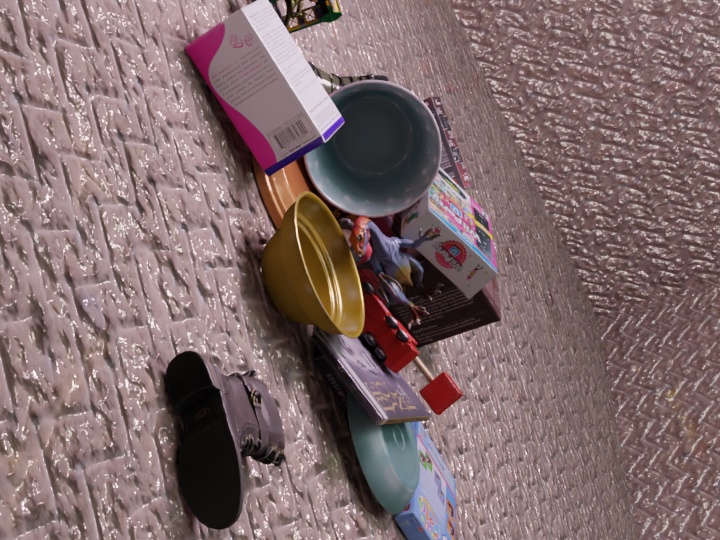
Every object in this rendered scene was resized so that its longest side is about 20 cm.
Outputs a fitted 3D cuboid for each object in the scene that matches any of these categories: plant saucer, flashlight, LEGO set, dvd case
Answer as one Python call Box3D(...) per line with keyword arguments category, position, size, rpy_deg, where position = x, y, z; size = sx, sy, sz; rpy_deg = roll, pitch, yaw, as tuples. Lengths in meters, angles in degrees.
Box3D(category="plant saucer", position=(0.039, 0.235, 1.669), size=(0.200, 0.036, 0.201), rpy_deg=(-19, 90, -73))
Box3D(category="plant saucer", position=(-0.093, -0.119, 1.727), size=(0.200, 0.037, 0.201), rpy_deg=(56, 22, -37))
Box3D(category="flashlight", position=(0.000, 0.000, 1.772), size=(0.200, 0.067, 0.068), rpy_deg=(59, 37, -57))
Box3D(category="LEGO set", position=(-0.113, -0.446, 1.839), size=(0.200, 0.153, 0.116), rpy_deg=(18, 54, -73))
Box3D(category="dvd case", position=(-0.020, 0.110, 1.717), size=(0.200, 0.025, 0.151), rpy_deg=(-85, 150, -53))
Box3D(category="dvd case", position=(0.018, 0.144, 1.634), size=(0.149, 0.016, 0.200), rpy_deg=(52, 14, 18))

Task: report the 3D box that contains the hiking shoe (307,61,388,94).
Box3D(category="hiking shoe", position=(-0.007, -0.276, 1.850), size=(0.200, 0.101, 0.076), rpy_deg=(30, 30, -34))

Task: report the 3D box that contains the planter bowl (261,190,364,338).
Box3D(category="planter bowl", position=(-0.073, 0.005, 1.570), size=(0.200, 0.083, 0.201), rpy_deg=(-20, 90, -74))

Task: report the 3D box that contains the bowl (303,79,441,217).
Box3D(category="bowl", position=(0.018, -0.188, 1.773), size=(0.105, 0.200, 0.201), rpy_deg=(-89, 155, -72))

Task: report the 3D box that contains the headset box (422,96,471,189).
Box3D(category="headset box", position=(0.108, -0.204, 2.247), size=(0.201, 0.148, 0.077), rpy_deg=(70, 18, -1))

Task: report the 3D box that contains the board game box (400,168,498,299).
Box3D(category="board game box", position=(0.132, -0.067, 1.813), size=(0.147, 0.064, 0.200), rpy_deg=(42, 23, -18))

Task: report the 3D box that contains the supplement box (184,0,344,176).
Box3D(category="supplement box", position=(-0.125, -0.245, 1.596), size=(0.200, 0.101, 0.103), rpy_deg=(57, 25, -12))

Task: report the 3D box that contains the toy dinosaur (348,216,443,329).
Box3D(category="toy dinosaur", position=(0.033, -0.004, 1.705), size=(0.182, 0.200, 0.105), rpy_deg=(47, 65, -20))

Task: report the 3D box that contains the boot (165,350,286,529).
Box3D(category="boot", position=(-0.122, 0.178, 1.254), size=(0.174, 0.069, 0.201), rpy_deg=(38, 34, -59))

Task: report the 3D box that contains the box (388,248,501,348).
Box3D(category="box", position=(0.124, -0.007, 2.048), size=(0.165, 0.165, 0.200), rpy_deg=(-92, 156, -43))

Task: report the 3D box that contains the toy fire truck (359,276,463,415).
Box3D(category="toy fire truck", position=(0.056, 0.106, 1.730), size=(0.200, 0.049, 0.141), rpy_deg=(54, 8, 27))

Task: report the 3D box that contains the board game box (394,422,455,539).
Box3D(category="board game box", position=(0.100, 0.342, 1.809), size=(0.200, 0.036, 0.152), rpy_deg=(-84, 150, -55))

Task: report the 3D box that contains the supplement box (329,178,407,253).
Box3D(category="supplement box", position=(0.006, -0.098, 1.881), size=(0.086, 0.110, 0.200), rpy_deg=(57, 21, -35))
